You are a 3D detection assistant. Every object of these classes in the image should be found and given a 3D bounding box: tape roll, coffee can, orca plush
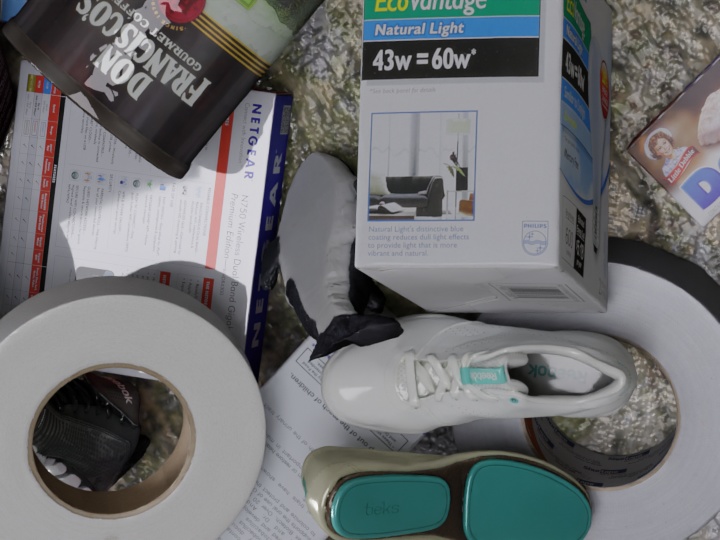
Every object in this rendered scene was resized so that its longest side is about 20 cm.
[{"bbox_3d":[-0.159,0.103,1.669,0.202,0.037,0.204,-4,112,-11],"label":"tape roll"},{"bbox_3d":[0.160,0.083,1.716,0.199,0.066,0.202,4,105,13],"label":"tape roll"},{"bbox_3d":[-0.105,-0.180,1.642,0.146,0.146,0.200,40,94,1],"label":"coffee can"},{"bbox_3d":[0.000,0.000,1.682,0.071,0.200,0.105,34,100,-27],"label":"orca plush"}]

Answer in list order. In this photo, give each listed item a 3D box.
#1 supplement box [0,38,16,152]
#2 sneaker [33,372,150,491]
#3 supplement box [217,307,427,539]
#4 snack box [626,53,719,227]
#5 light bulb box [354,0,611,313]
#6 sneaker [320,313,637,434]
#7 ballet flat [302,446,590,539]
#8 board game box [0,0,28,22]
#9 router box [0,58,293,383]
[{"bbox_3d":[-0.287,-0.131,1.698,0.108,0.200,0.061,19,74,3],"label":"supplement box"},{"bbox_3d":[-0.194,0.095,1.763,0.090,0.200,0.067,-37,62,-5],"label":"sneaker"},{"bbox_3d":[-0.038,0.122,1.759,0.103,0.101,0.200,41,110,0],"label":"supplement box"},{"bbox_3d":[0.262,-0.121,1.655,0.072,0.024,0.200,44,110,-2],"label":"snack box"},{"bbox_3d":[0.078,-0.085,1.590,0.124,0.198,0.201,0,82,14],"label":"light bulb box"},{"bbox_3d":[0.072,0.063,1.634,0.199,0.088,0.076,-4,90,4],"label":"sneaker"},{"bbox_3d":[0.051,0.142,1.667,0.199,0.069,0.070,9,112,-28],"label":"ballet flat"},{"bbox_3d":[-0.286,-0.259,1.718,0.199,0.097,0.160,11,108,11],"label":"board game box"},{"bbox_3d":[-0.147,-0.030,1.751,0.178,0.049,0.201,9,95,12],"label":"router box"}]
